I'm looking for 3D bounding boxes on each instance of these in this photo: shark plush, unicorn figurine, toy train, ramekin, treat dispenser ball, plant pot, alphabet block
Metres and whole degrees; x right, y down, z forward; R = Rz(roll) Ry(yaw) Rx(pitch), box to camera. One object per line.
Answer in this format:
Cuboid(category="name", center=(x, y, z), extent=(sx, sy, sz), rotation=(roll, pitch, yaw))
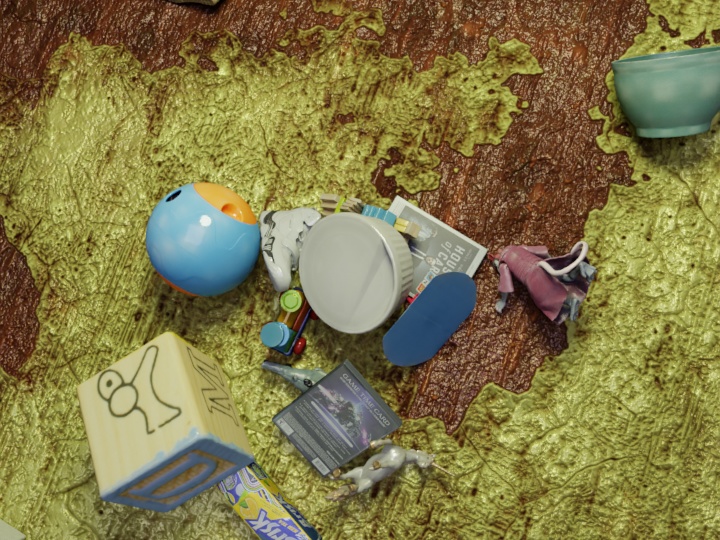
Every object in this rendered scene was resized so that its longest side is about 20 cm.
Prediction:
Cuboid(category="shark plush", center=(-0.078, 0.196, 1.112), extent=(0.199, 0.083, 0.091), rotation=(35, 86, 10))
Cuboid(category="unicorn figurine", center=(0.040, 0.338, 1.070), extent=(0.198, 0.137, 0.075), rotation=(-24, 61, 22))
Cuboid(category="toy train", center=(-0.113, 0.053, 1.120), extent=(0.084, 0.116, 0.202), rotation=(25, 85, 8))
Cuboid(category="ramekin", center=(0.000, 0.000, 1.060), extent=(0.200, 0.094, 0.205), rotation=(7, 102, 33))
Cuboid(category="treat dispenser ball", center=(-0.277, -0.054, 1.110), extent=(0.198, 0.201, 0.204), rotation=(-1, 81, 6))
Cuboid(category="plant pot", center=(0.542, -0.306, 1.083), extent=(0.198, 0.201, 0.136), rotation=(-6, 108, 5))
Cuboid(category="alphabet block", center=(-0.324, 0.258, 1.045), extent=(0.194, 0.197, 0.201), rotation=(-29, 59, 0))

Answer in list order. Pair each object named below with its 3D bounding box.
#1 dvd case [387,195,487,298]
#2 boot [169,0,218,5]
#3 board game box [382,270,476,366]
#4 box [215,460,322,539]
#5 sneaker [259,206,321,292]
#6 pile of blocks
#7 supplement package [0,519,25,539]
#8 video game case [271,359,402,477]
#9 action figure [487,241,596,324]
Cuboid(category="dvd case", center=(0.113, -0.025, 1.155), extent=(0.199, 0.025, 0.151), rotation=(31, 86, 10))
Cuboid(category="boot", center=(-0.340, -0.634, 1.284), extent=(0.198, 0.072, 0.168), rotation=(19, 72, 10))
Cuboid(category="board game box", center=(0.114, 0.077, 1.083), extent=(0.201, 0.158, 0.039), rotation=(-51, 49, 9))
Cuboid(category="box", center=(-0.160, 0.426, 1.096), extent=(0.070, 0.064, 0.200), rotation=(-44, 80, -2))
Cuboid(category="sneaker", center=(-0.118, -0.049, 1.124), extent=(0.113, 0.076, 0.201), rotation=(-14, 42, -2))
Cuboid(category="pile of blocks", center=(0.006, -0.082, 1.125), extent=(0.198, 0.082, 0.063), rotation=(18, 79, 23))
Cuboid(category="supplement package", center=(-0.723, 0.548, 1.106), extent=(0.119, 0.121, 0.202), rotation=(27, 86, 9))
Cuboid(category="video game case", center=(-0.044, 0.258, 1.070), extent=(0.200, 0.019, 0.143), rotation=(-41, 93, 27))
Cuboid(category="action figure", center=(0.290, 0.005, 1.070), extent=(0.134, 0.149, 0.199), rotation=(-47, 47, -11))
